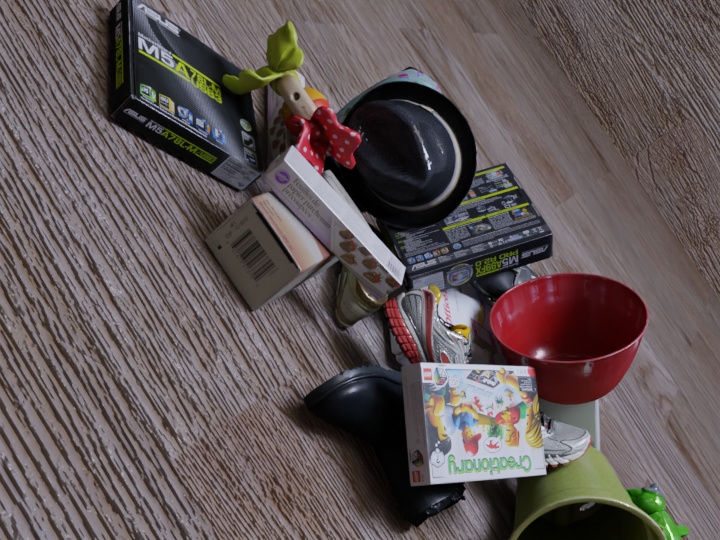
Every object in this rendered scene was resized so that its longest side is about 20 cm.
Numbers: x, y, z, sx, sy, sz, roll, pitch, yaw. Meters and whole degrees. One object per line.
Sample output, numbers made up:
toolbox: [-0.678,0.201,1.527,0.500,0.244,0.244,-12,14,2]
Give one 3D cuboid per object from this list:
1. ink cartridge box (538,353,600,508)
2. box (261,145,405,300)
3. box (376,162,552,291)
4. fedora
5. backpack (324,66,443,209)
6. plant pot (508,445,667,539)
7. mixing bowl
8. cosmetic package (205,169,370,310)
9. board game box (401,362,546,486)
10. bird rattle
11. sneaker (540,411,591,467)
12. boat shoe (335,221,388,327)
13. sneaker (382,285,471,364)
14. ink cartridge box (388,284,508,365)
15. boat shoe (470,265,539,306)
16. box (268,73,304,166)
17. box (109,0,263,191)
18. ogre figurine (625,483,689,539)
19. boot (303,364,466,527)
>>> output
ink cartridge box: [0.295,0.211,1.289,0.145,0.083,0.202,-69,155,-58]
box: [-0.027,-0.052,1.033,0.200,0.039,0.042,46,29,-18]
box: [0.134,-0.056,1.210,0.161,0.198,0.045,-114,-171,-45]
fedora: [0.047,-0.151,1.157,0.202,0.200,0.091,61,19,12]
backpack: [0.040,-0.187,1.301,0.167,0.199,0.127,39,31,-27]
plant pot: [0.270,0.318,1.147,0.201,0.200,0.185,47,17,-12]
mixing bowl: [0.268,0.101,1.176,0.201,0.197,0.110,-71,156,-57]
cosmetic package: [-0.079,-0.041,1.076,0.104,0.087,0.200,53,28,1]
board game box: [0.130,0.171,1.022,0.198,0.034,0.128,7,74,-41]
bird rattle: [-0.064,-0.204,1.143,0.200,0.113,0.163,47,4,11]
sneaker: [0.194,0.187,1.149,0.198,0.083,0.078,15,18,8]
boat shoe: [0.002,0.002,1.202,0.073,0.063,0.201,39,25,-18]
sneaker: [0.106,0.111,1.088,0.201,0.082,0.078,60,3,-8]
ink cartridge box: [0.134,0.092,1.248,0.199,0.084,0.146,34,32,-32]
boat shoe: [0.216,0.024,1.266,0.199,0.072,0.068,25,23,-49]
box: [-0.102,-0.209,1.259,0.041,0.039,0.202,33,35,-34]
box: [-0.211,-0.216,1.105,0.199,0.047,0.195,30,38,-40]
ogre figurine: [0.409,0.396,1.325,0.098,0.120,0.201,36,33,-31]
boot: [0.036,0.195,1.007,0.199,0.076,0.169,14,43,-59]
